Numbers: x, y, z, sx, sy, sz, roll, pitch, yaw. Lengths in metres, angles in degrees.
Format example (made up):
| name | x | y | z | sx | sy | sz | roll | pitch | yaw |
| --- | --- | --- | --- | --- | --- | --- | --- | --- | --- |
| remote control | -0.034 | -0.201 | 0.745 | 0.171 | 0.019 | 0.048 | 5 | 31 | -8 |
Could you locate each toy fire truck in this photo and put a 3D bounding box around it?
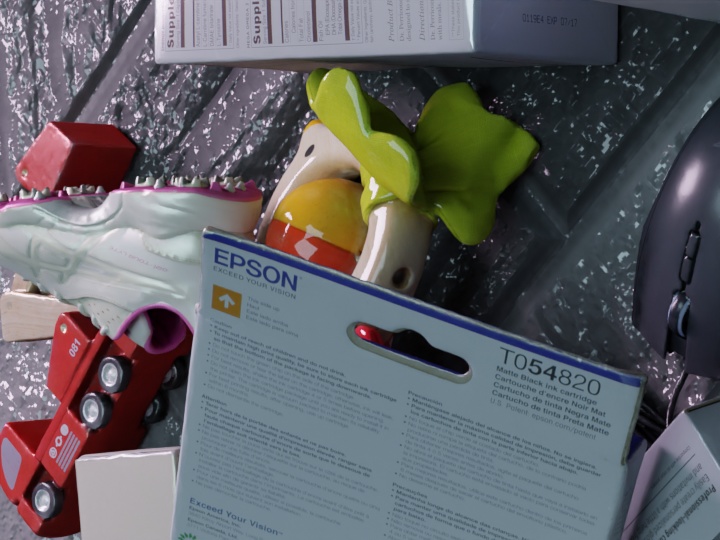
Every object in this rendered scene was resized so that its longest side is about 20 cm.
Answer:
| name | x | y | z | sx | sy | sz | roll | pitch | yaw |
| --- | --- | --- | --- | --- | --- | --- | --- | --- | --- |
| toy fire truck | -0.162 | 0.033 | 1.231 | 0.141 | 0.049 | 0.200 | 46 | 119 | 31 |

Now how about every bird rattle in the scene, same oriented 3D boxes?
| name | x | y | z | sx | sy | sz | roll | pitch | yaw |
| --- | --- | --- | --- | --- | --- | --- | --- | --- | --- |
| bird rattle | 0.000 | 0.000 | 1.070 | 0.163 | 0.113 | 0.200 | 26 | 104 | 61 |

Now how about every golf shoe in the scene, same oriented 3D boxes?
| name | x | y | z | sx | sy | sz | roll | pitch | yaw |
| --- | --- | --- | --- | --- | --- | --- | --- | --- | --- |
| golf shoe | -0.136 | -0.001 | 1.133 | 0.200 | 0.075 | 0.092 | -2 | 94 | 39 |

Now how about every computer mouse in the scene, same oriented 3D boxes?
| name | x | y | z | sx | sy | sz | roll | pitch | yaw |
| --- | --- | --- | --- | --- | --- | --- | --- | --- | --- |
| computer mouse | 0.168 | 0.017 | 0.948 | 0.140 | 0.046 | 0.200 | 39 | 114 | 35 |

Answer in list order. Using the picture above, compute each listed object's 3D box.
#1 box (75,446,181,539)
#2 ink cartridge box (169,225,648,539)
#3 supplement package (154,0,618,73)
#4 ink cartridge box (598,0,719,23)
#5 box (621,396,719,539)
| name | x | y | z | sx | sy | sz | roll | pitch | yaw |
| --- | --- | --- | --- | --- | --- | --- | --- | --- | --- |
| box | -0.094 | 0.193 | 1.160 | 0.082 | 0.068 | 0.200 | -7 | 85 | 40 |
| ink cartridge box | 0.018 | 0.083 | 0.948 | 0.200 | 0.041 | 0.200 | 20 | 127 | 14 |
| supplement package | 0.009 | -0.151 | 1.040 | 0.200 | 0.114 | 0.110 | 3 | 93 | 40 |
| ink cartridge box | 0.161 | -0.215 | 0.902 | 0.129 | 0.125 | 0.200 | -8 | 85 | 41 |
| box | 0.165 | 0.174 | 0.922 | 0.200 | 0.041 | 0.156 | 60 | 146 | 22 |
